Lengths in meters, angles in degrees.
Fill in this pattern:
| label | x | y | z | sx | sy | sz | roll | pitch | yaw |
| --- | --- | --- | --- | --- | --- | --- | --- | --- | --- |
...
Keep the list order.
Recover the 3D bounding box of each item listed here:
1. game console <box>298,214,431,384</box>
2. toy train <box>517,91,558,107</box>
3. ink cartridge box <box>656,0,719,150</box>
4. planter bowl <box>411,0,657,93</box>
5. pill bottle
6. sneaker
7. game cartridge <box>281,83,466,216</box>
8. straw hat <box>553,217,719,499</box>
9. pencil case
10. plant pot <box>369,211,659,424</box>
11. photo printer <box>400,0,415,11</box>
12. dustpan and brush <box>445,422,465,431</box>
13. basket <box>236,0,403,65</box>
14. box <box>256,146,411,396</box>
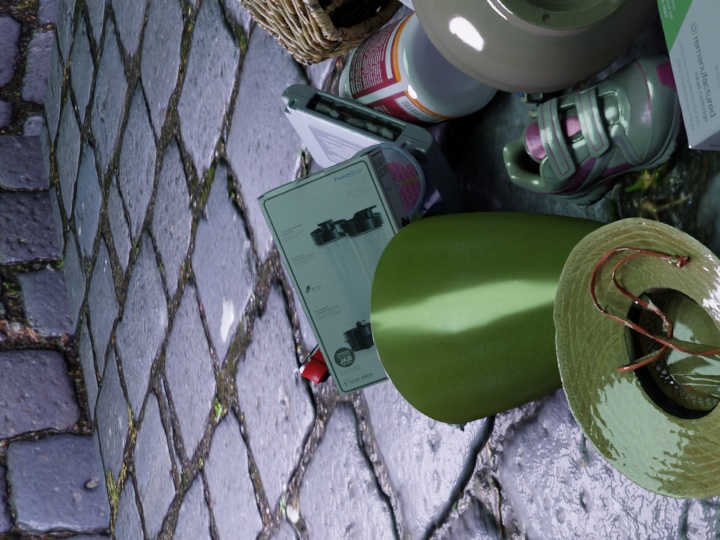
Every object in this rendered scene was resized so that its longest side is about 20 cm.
| label | x | y | z | sx | sy | sz | roll | pitch | yaw |
| --- | --- | --- | --- | --- | --- | --- | --- | --- | --- |
| game console | 0.010 | 0.024 | 1.271 | 0.177 | 0.031 | 0.200 | -58 | -4 | 17 |
| toy train | 0.154 | -0.243 | 1.116 | 0.046 | 0.034 | 0.201 | -5 | 87 | 55 |
| ink cartridge box | 0.282 | -0.177 | 0.769 | 0.200 | 0.087 | 0.146 | 145 | 121 | -61 |
| planter bowl | 0.137 | -0.232 | 0.910 | 0.135 | 0.200 | 0.201 | -97 | 9 | -82 |
| pill bottle | 0.053 | -0.200 | 1.260 | 0.200 | 0.113 | 0.113 | 176 | 92 | -67 |
| sneaker | 0.183 | -0.107 | 0.998 | 0.200 | 0.088 | 0.082 | 133 | 130 | -58 |
| game cartridge | 0.016 | -0.121 | 1.292 | 0.200 | 0.133 | 0.042 | 25 | 76 | 34 |
| straw hat | 0.236 | 0.054 | 0.882 | 0.201 | 0.085 | 0.202 | 18 | 115 | 46 |
| pencil case | 0.009 | -0.059 | 1.252 | 0.200 | 0.083 | 0.091 | 119 | 174 | -73 |
| plant pot | 0.142 | 0.026 | 1.029 | 0.200 | 0.187 | 0.188 | -15 | 77 | 49 |
| photo printer | 0.054 | -0.346 | 1.108 | 0.166 | 0.069 | 0.201 | -128 | 30 | -57 |
| dustpan and brush | 0.075 | 0.114 | 1.191 | 0.140 | 0.057 | 0.200 | 51 | 170 | -14 |
| basket | -0.008 | -0.325 | 1.289 | 0.143 | 0.200 | 0.149 | 44 | 151 | -4 |
| box | 0.000 | 0.000 | 1.131 | 0.200 | 0.116 | 0.060 | 66 | -163 | -6 |
